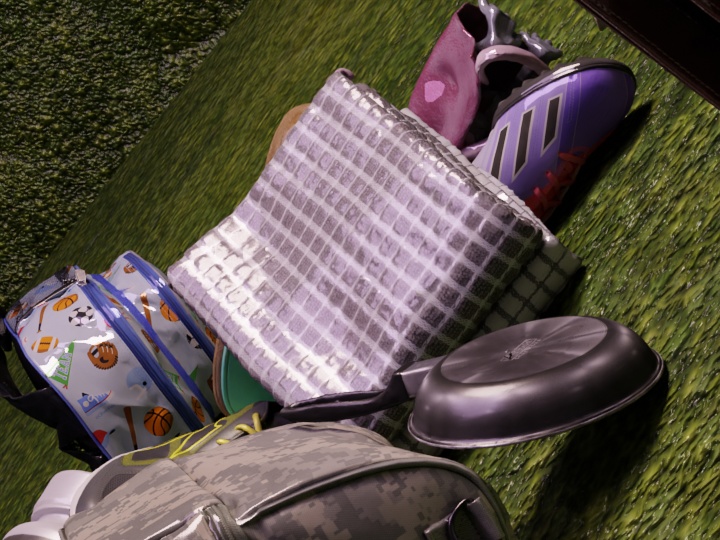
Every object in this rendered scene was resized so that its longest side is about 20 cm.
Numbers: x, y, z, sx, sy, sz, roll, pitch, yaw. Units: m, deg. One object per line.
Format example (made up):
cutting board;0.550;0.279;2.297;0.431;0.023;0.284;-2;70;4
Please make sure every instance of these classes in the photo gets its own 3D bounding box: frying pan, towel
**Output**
frying pan;0.054;0.044;1.044;0.115;0.031;0.190;-24;18;-29
towel;0.000;0.000;1.250;0.166;0.086;0.200;-56;45;7

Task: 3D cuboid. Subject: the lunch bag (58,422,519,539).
lunch bag;-0.027;0.138;1.038;0.168;0.139;0.200;-33;8;-9

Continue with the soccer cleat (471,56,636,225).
soccer cleat;0.084;-0.040;1.304;0.200;0.068;0.073;-41;45;30

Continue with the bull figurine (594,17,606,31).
bull figurine;0.178;-0.183;1.241;0.121;0.065;0.200;-17;16;15

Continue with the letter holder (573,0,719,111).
letter holder;0.187;-0.191;1.073;0.101;0.142;0.200;-38;21;57

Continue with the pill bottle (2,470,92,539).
pill bottle;-0.208;0.239;1.547;0.114;0.114;0.200;-38;21;56

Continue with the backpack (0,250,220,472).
backpack;-0.171;0.084;1.707;0.154;0.200;0.191;-42;15;2

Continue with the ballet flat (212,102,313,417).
ballet flat;-0.048;-0.009;1.389;0.072;0.068;0.200;-126;46;-63

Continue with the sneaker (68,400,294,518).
sneaker;-0.079;0.110;1.309;0.200;0.075;0.085;-22;-18;-48

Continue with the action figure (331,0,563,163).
action figure;0.047;-0.060;1.401;0.200;0.134;0.149;-49;28;11
